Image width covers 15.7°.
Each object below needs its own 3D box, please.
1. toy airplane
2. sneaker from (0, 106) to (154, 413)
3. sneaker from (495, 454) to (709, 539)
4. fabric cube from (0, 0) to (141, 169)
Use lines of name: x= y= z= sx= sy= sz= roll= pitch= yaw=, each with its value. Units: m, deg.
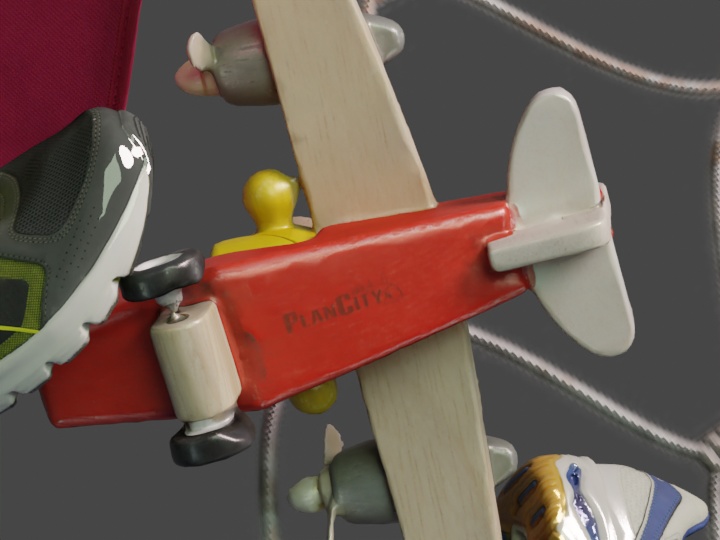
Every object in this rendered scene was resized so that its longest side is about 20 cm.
toy airplane: x=0.000 y=0.000 z=0.957 sx=0.199 sy=0.141 sz=0.200 roll=27 pitch=88 yaw=-16
sneaker: x=-0.153 y=0.012 z=0.882 sx=0.200 sy=0.075 sz=0.085 roll=-44 pitch=119 yaw=10
sneaker: x=0.104 y=0.166 z=0.970 sx=0.088 sy=0.075 sz=0.200 roll=7 pitch=68 yaw=-22
fabric cube: x=-0.190 y=-0.160 z=0.899 sx=0.200 sy=0.196 sz=0.200 roll=-3 pitch=43 yaw=-20
